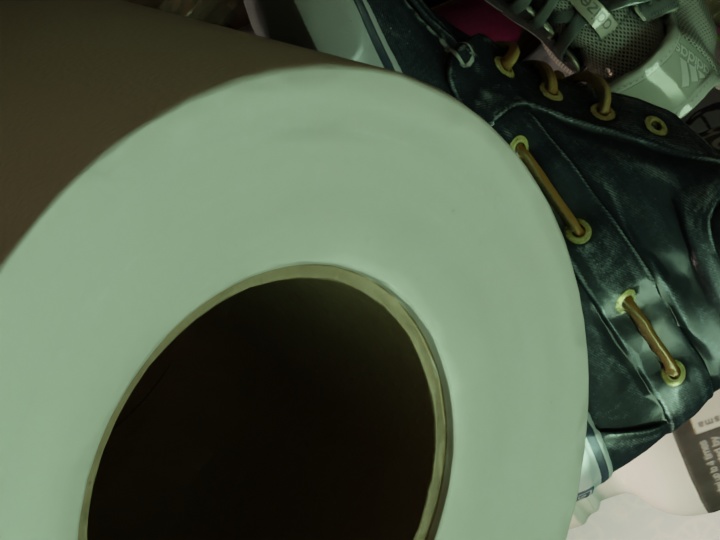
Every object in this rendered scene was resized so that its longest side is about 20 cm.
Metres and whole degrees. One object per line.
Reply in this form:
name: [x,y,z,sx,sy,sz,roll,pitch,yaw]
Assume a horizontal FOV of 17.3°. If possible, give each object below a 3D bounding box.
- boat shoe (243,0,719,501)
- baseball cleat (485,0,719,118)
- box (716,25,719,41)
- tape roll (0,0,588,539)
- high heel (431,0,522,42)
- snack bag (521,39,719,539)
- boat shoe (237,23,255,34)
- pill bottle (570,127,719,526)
boat shoe: [0.041,-0.039,0.670,0.091,0.201,0.071,-31,-171,-10]
baseball cleat: [0.062,-0.095,0.700,0.070,0.107,0.200,-35,159,21]
box: [0.104,0.001,0.958,0.200,0.097,0.176,-48,157,16]
tape roll: [-0.061,0.036,0.583,0.202,0.139,0.204,-15,114,-38]
high heel: [0.000,0.000,0.783,0.200,0.096,0.067,-43,158,2]
snack bag: [0.096,0.012,0.846,0.188,0.200,0.021,-41,-163,14]
boat shoe: [-0.070,0.012,0.720,0.200,0.072,0.071,-41,154,-8]
pill bottle: [0.129,0.010,0.764,0.199,0.117,0.116,-20,159,8]
